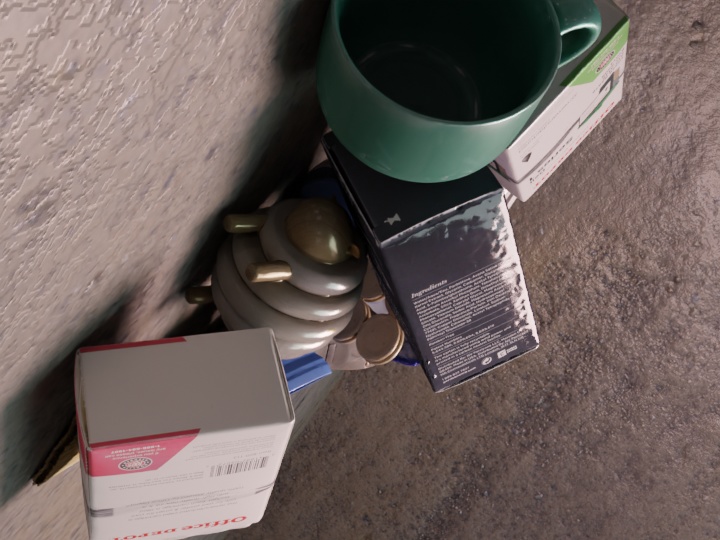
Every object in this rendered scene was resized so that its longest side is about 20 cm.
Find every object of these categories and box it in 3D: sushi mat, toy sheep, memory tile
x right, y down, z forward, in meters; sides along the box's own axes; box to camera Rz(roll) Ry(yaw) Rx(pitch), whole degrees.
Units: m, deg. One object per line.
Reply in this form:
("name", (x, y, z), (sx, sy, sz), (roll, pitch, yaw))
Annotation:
("sushi mat", (-0.216, 0.128, 0.901), (0.096, 0.012, 0.200), (-54, 173, 13))
("toy sheep", (-0.066, 0.012, 0.845), (0.200, 0.138, 0.138), (-51, 176, 41))
("memory tile", (0.000, 0.000, 1.028), (0.153, 0.200, 0.017), (-56, 138, -4))

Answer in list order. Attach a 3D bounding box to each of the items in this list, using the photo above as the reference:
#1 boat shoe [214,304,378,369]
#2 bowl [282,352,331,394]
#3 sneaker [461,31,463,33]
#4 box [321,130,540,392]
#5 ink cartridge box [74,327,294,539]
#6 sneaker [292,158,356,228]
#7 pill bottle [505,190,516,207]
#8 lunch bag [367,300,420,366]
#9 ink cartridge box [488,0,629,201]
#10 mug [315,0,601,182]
("boat shoe", (-0.066, 0.070, 1.096), (0.073, 0.200, 0.075), (-117, -143, -48))
("bowl", (-0.125, 0.126, 0.971), (0.201, 0.039, 0.201), (-26, 175, -3))
("sneaker", (0.081, -0.212, 0.765), (0.200, 0.074, 0.089), (-54, -159, 8))
("box", (0.061, -0.022, 0.840), (0.104, 0.148, 0.200), (-24, 137, -2))
("ink cartridge box", (-0.142, 0.135, 0.776), (0.146, 0.083, 0.200), (-6, 148, -18))
("sneaker", (-0.063, -0.005, 0.945), (0.146, 0.081, 0.200), (-56, -177, -35))
("pill bottle", (0.107, -0.089, 1.061), (0.200, 0.111, 0.111), (-58, 172, 17))
("lunch bag", (0.038, 0.015, 1.260), (0.170, 0.200, 0.124), (-46, 171, -50))
("ink cartridge box", (0.157, -0.156, 0.886), (0.146, 0.084, 0.200), (-47, 164, 3))
("mug", (0.061, -0.133, 0.693), (0.114, 0.185, 0.152), (118, -13, -66))
